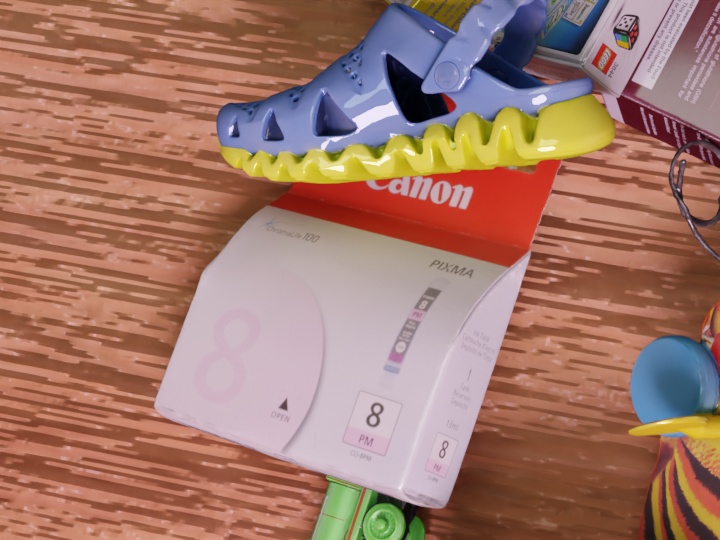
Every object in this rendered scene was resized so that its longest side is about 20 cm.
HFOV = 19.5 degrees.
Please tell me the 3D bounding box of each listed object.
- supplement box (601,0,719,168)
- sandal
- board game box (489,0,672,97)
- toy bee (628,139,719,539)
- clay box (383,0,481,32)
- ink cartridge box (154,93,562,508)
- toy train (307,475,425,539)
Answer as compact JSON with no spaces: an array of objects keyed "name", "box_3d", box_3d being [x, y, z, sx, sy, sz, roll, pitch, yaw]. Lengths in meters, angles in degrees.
[{"name":"supplement box","box_3d":[0.229,-0.088,1.023,0.199,0.061,0.109,28,84,18]},{"name":"sandal","box_3d":[0.022,-0.087,1.002,0.199,0.079,0.088,-7,93,21]},{"name":"board game box","box_3d":[0.127,-0.189,1.050,0.126,0.035,0.201,23,82,53]},{"name":"toy bee","box_3d":[0.176,0.052,0.961,0.108,0.130,0.201,9,115,53]},{"name":"clay box","box_3d":[0.075,-0.213,1.055,0.200,0.048,0.115,-48,38,7]},{"name":"ink cartridge box","box_3d":[0.000,0.000,1.037,0.162,0.057,0.201,14,85,37]},{"name":"toy train","box_3d":[0.009,0.106,1.042,0.056,0.042,0.201,15,81,26]}]
